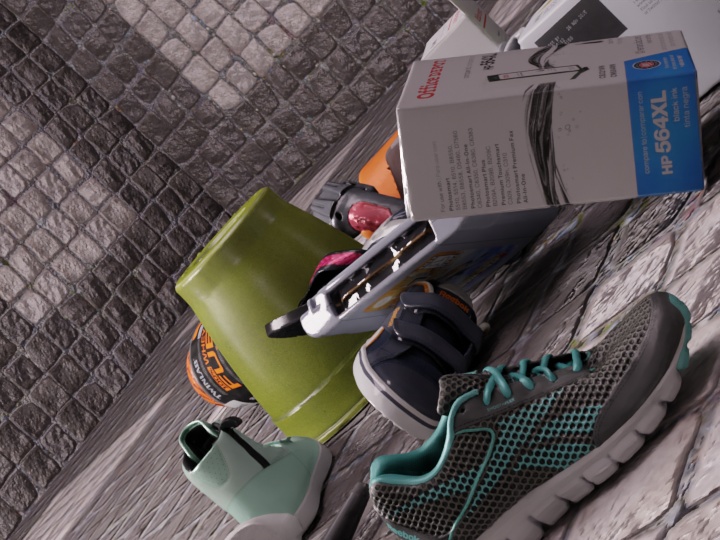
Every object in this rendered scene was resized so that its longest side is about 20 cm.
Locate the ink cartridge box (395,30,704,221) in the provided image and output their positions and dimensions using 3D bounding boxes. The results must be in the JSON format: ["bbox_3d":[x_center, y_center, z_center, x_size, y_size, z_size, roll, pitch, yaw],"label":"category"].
[{"bbox_3d":[0.130,-0.103,1.045,0.198,0.085,0.146,-5,20,9],"label":"ink cartridge box"}]

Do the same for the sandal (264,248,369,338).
[{"bbox_3d":[0.000,0.000,1.264,0.199,0.045,0.075,-33,-18,25],"label":"sandal"}]

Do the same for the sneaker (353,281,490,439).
[{"bbox_3d":[0.047,0.056,1.115,0.080,0.078,0.200,-52,5,13],"label":"sneaker"}]

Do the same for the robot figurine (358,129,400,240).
[{"bbox_3d":[0.079,-0.107,1.610,0.200,0.117,0.144,-46,-4,17],"label":"robot figurine"}]

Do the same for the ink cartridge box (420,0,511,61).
[{"bbox_3d":[0.124,-0.195,1.470,0.067,0.200,0.116,-45,8,17],"label":"ink cartridge box"}]

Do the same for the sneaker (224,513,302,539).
[{"bbox_3d":[-0.115,0.254,1.121,0.200,0.075,0.088,-41,-4,10],"label":"sneaker"}]

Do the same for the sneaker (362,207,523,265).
[{"bbox_3d":[0.079,-0.028,1.284,0.198,0.080,0.130,-28,4,-5],"label":"sneaker"}]

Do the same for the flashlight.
[{"bbox_3d":[0.025,-0.041,1.456,0.067,0.069,0.199,-5,13,-38],"label":"flashlight"}]

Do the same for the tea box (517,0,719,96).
[{"bbox_3d":[0.259,-0.238,1.195,0.200,0.134,0.197,-40,12,44],"label":"tea box"}]

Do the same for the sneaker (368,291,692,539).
[{"bbox_3d":[0.083,0.077,0.771,0.200,0.091,0.078,-47,9,9],"label":"sneaker"}]

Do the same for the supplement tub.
[{"bbox_3d":[-0.120,0.084,1.722,0.123,0.122,0.200,-53,9,-33],"label":"supplement tub"}]

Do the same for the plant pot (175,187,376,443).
[{"bbox_3d":[-0.062,0.031,1.410,0.200,0.193,0.200,-47,7,8],"label":"plant pot"}]

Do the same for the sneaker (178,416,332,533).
[{"bbox_3d":[-0.089,0.151,1.247,0.074,0.118,0.200,-48,6,5],"label":"sneaker"}]

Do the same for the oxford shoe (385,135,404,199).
[{"bbox_3d":[0.061,-0.088,1.518,0.071,0.072,0.202,34,-116,-64],"label":"oxford shoe"}]

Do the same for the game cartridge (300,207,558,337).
[{"bbox_3d":[0.058,-0.008,1.182,0.133,0.042,0.200,-1,-28,-44],"label":"game cartridge"}]

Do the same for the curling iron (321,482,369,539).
[{"bbox_3d":[-0.035,0.209,0.985,0.200,0.025,0.050,-51,-29,-46],"label":"curling iron"}]

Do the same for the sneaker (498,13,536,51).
[{"bbox_3d":[0.201,-0.201,1.396,0.200,0.115,0.075,-53,10,-32],"label":"sneaker"}]
